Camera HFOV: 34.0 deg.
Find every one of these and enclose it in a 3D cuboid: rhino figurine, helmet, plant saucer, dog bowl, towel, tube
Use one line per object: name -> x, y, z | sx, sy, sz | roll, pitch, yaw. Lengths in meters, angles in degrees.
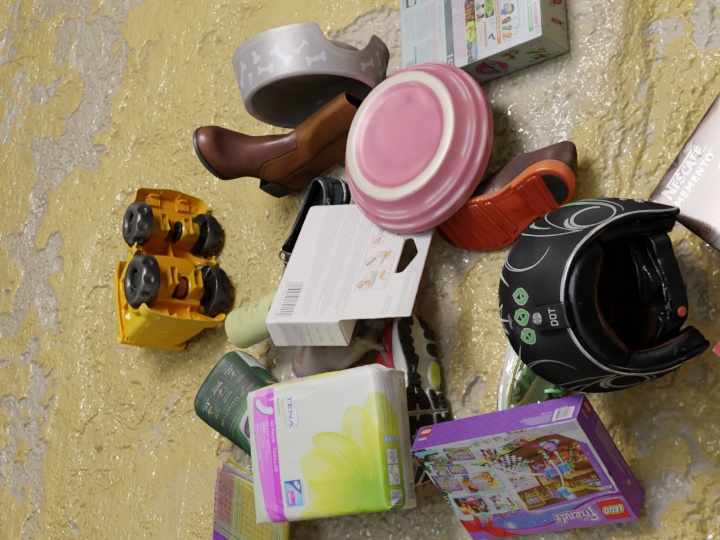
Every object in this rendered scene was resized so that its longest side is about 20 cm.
rhino figurine -> -0.016, 0.081, 1.377 | 0.199, 0.059, 0.088 | -30, 33, 51
helmet -> 0.228, 0.023, 1.124 | 0.191, 0.197, 0.204 | 173, 111, -78
plant saucer -> 0.056, -0.146, 1.341 | 0.198, 0.051, 0.204 | -14, 67, 35
dog bowl -> -0.060, -0.233, 1.453 | 0.198, 0.199, 0.060 | -17, 69, 37
towel -> -0.132, 0.345, 1.437 | 0.142, 0.023, 0.204 | 18, 109, 44
tube -> -0.086, 0.041, 1.449 | 0.198, 0.051, 0.059 | -25, 72, 38

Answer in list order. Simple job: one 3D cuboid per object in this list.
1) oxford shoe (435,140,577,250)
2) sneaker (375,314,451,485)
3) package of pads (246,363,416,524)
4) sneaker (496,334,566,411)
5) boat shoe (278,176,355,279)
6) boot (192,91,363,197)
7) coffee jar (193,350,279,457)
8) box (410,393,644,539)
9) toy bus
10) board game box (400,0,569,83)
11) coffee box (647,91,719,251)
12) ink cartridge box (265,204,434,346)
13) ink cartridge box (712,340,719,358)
oxford shoe -> 0.166, -0.082, 1.317 | 0.198, 0.071, 0.073 | -24, 29, 42
sneaker -> 0.051, 0.152, 1.347 | 0.085, 0.076, 0.203 | -33, 50, 48
package of pads -> -0.034, 0.191, 1.295 | 0.198, 0.068, 0.158 | -13, 76, 35
sneaker -> 0.195, 0.110, 1.226 | 0.087, 0.077, 0.204 | 1, 82, 29
boat shoe -> -0.070, -0.027, 1.494 | 0.074, 0.066, 0.202 | 33, 101, 41
boot -> -0.086, -0.164, 1.466 | 0.198, 0.187, 0.070 | -24, 52, 36
coffee jar -> -0.114, 0.189, 1.457 | 0.199, 0.085, 0.105 | 34, 87, 42
box -> 0.165, 0.201, 1.182 | 0.198, 0.138, 0.039 | -17, 28, 37
toy bus -> -0.285, 0.015, 1.645 | 0.192, 0.134, 0.203 | -41, 51, 44
board game box -> 0.141, -0.302, 1.389 | 0.198, 0.064, 0.150 | -15, 69, 39
coffee box -> 0.382, -0.113, 1.112 | 0.114, 0.079, 0.202 | 44, 107, 40
ink cartridge box -> 0.000, 0.000, 1.353 | 0.173, 0.045, 0.202 | -3, 42, 21
ink cartridge box -> 0.429, 0.088, 0.970 | 0.146, 0.144, 0.200 | -53, 50, 16
